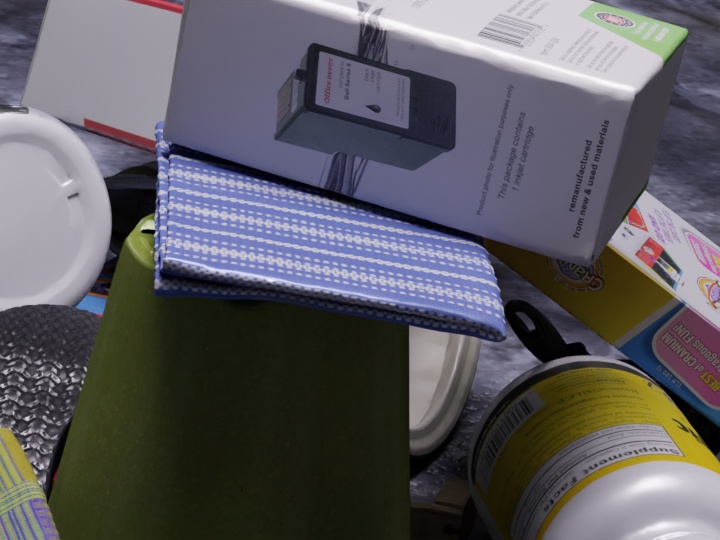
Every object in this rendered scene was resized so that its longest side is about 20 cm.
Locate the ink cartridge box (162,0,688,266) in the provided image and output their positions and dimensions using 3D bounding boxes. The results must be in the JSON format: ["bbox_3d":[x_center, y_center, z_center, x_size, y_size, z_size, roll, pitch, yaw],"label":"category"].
[{"bbox_3d":[0.031,-0.084,1.166,0.200,0.084,0.146,17,20,11],"label":"ink cartridge box"}]

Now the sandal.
[{"bbox_3d":[-0.171,0.085,1.283,0.075,0.045,0.200,14,38,2],"label":"sandal"}]

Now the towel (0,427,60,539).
[{"bbox_3d":[-0.189,0.136,1.083,0.143,0.023,0.200,-27,26,-8],"label":"towel"}]

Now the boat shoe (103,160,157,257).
[{"bbox_3d":[-0.101,-0.019,1.472,0.065,0.075,0.202,-8,20,-24],"label":"boat shoe"}]

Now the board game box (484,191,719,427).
[{"bbox_3d":[0.122,-0.014,1.330,0.200,0.040,0.153,37,17,-8],"label":"board game box"}]

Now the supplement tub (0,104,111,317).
[{"bbox_3d":[-0.231,-0.029,1.426,0.122,0.123,0.200,-4,4,-33],"label":"supplement tub"}]

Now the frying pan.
[{"bbox_3d":[0.104,0.063,1.332,0.190,0.115,0.031,29,49,-33],"label":"frying pan"}]

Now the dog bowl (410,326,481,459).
[{"bbox_3d":[0.000,0.000,1.399,0.074,0.200,0.200,0,14,24],"label":"dog bowl"}]

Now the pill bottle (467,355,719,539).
[{"bbox_3d":[0.123,0.124,1.201,0.111,0.111,0.200,4,20,-13],"label":"pill bottle"}]

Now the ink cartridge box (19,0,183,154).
[{"bbox_3d":[-0.069,-0.097,1.501,0.200,0.084,0.144,13,5,-44],"label":"ink cartridge box"}]

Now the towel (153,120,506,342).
[{"bbox_3d":[-0.018,-0.018,1.115,0.145,0.024,0.200,9,20,-7],"label":"towel"}]

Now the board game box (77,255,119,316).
[{"bbox_3d":[-0.092,0.034,1.482,0.151,0.037,0.200,13,21,17],"label":"board game box"}]

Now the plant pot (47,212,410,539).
[{"bbox_3d":[-0.053,0.077,1.142,0.200,0.190,0.200,7,19,-2],"label":"plant pot"}]

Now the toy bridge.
[{"bbox_3d":[-0.045,0.108,1.305,0.200,0.027,0.067,12,20,12],"label":"toy bridge"}]
